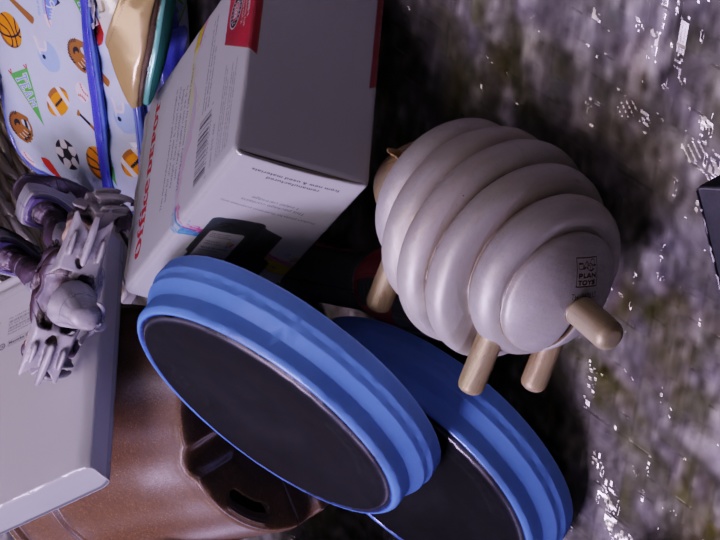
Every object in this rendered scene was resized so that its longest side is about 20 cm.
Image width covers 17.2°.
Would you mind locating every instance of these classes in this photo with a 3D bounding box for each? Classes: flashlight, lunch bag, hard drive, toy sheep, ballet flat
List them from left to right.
[{"bbox_3d":[-0.216,0.078,1.567,0.132,0.200,0.027,-26,132,25],"label":"hard drive"},{"bbox_3d":[-0.177,-0.142,1.603,0.160,0.076,0.200,28,135,38],"label":"lunch bag"},{"bbox_3d":[-0.135,-0.199,1.473,0.063,0.069,0.200,17,112,0],"label":"ballet flat"},{"bbox_3d":[0.000,0.000,1.480,0.068,0.068,0.200,40,164,-32],"label":"flashlight"},{"bbox_3d":[0.076,-0.010,1.306,0.200,0.138,0.138,39,140,37],"label":"toy sheep"}]

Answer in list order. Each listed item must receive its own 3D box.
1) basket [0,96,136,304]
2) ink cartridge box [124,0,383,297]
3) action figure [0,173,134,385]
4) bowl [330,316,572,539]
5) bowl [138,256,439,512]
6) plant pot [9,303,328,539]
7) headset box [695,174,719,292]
[{"bbox_3d":[-0.277,-0.024,1.776,0.200,0.123,0.136,57,146,9],"label":"basket"},{"bbox_3d":[-0.065,-0.079,1.428,0.200,0.083,0.146,134,146,-56],"label":"ink cartridge box"},{"bbox_3d":[-0.191,-0.003,1.525,0.130,0.069,0.200,-59,28,9],"label":"action figure"},{"bbox_3d":[0.038,0.114,1.471,0.201,0.039,0.201,32,152,19],"label":"bowl"},{"bbox_3d":[-0.047,0.072,1.407,0.201,0.039,0.201,31,158,14],"label":"bowl"},{"bbox_3d":[-0.121,0.108,1.616,0.198,0.200,0.200,-10,106,47],"label":"plant pot"},{"bbox_3d":[0.264,0.027,1.111,0.174,0.093,0.200,6,118,52],"label":"headset box"}]
